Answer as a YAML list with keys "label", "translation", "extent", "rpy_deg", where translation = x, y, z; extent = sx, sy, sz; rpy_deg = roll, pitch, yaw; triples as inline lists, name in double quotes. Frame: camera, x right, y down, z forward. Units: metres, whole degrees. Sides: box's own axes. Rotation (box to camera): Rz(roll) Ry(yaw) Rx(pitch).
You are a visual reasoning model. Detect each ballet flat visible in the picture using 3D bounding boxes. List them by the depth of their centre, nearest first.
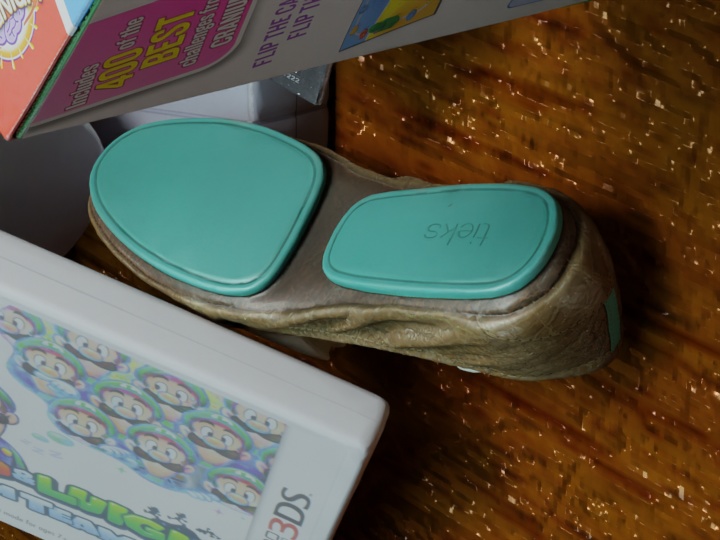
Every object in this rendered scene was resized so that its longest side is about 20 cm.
- label: "ballet flat"
  translation: [0.000, 0.000, 0.778]
  extent: [0.200, 0.068, 0.072]
  rpy_deg: [8, 149, 40]

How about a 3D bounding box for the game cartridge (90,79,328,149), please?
- label: "game cartridge"
  translation: [-0.064, -0.115, 0.858]
  extent: [0.133, 0.041, 0.201]
  rpy_deg: [9, 111, 50]

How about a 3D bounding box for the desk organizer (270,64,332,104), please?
- label: "desk organizer"
  translation: [-0.076, -0.142, 0.761]
  extent: [0.200, 0.077, 0.072]
  rpy_deg: [29, 153, 6]

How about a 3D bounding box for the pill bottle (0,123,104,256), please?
- label: "pill bottle"
  translation: [-0.181, -0.083, 0.912]
  extent: [0.200, 0.115, 0.116]
  rpy_deg: [50, 140, 31]

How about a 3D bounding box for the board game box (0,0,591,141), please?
- label: "board game box"
  translation: [0.017, -0.105, 0.595]
  extent: [0.040, 0.200, 0.153]
  rpy_deg: [62, 144, 16]

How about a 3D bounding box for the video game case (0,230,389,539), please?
- label: "video game case"
  translation: [-0.100, 0.049, 0.849]
  extent: [0.199, 0.024, 0.182]
  rpy_deg: [24, 151, 1]
